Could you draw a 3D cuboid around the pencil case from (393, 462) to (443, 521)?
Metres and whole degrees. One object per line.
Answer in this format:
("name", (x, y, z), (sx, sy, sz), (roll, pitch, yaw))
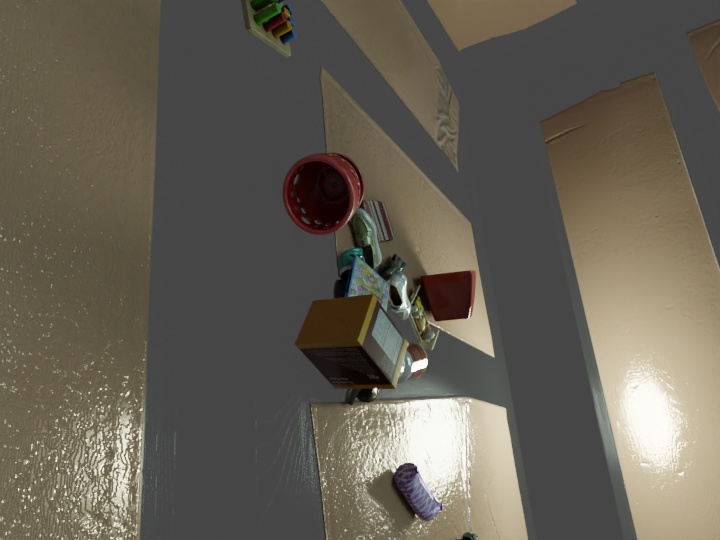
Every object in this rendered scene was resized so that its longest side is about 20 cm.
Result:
("pencil case", (0.172, 0.656, 1.733), (0.202, 0.084, 0.085), (58, 28, -29))

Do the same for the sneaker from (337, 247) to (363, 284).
("sneaker", (0.000, 0.000, 1.721), (0.199, 0.083, 0.123), (34, 32, -44))

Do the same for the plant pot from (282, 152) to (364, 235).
("plant pot", (-0.090, -0.217, 1.562), (0.183, 0.196, 0.205), (-58, 127, -67))

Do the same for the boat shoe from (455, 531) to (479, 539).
("boat shoe", (0.372, 0.932, 2.002), (0.197, 0.072, 0.070), (21, 71, -49))

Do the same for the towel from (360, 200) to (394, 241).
("towel", (0.060, -0.172, 2.037), (0.199, 0.022, 0.148), (-12, 85, -66))

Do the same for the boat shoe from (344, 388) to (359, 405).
("boat shoe", (0.028, 0.276, 1.570), (0.202, 0.072, 0.075), (-58, 176, -15))

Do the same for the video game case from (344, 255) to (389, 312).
("video game case", (0.019, 0.069, 1.588), (0.143, 0.018, 0.203), (41, 36, -25))

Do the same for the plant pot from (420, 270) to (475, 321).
("plant pot", (0.351, 0.100, 2.271), (0.199, 0.194, 0.182), (5, 80, -74))

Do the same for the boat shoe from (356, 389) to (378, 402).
("boat shoe", (0.021, 0.274, 1.662), (0.074, 0.074, 0.206), (41, 49, -56))

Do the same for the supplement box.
("supplement box", (-0.018, 0.183, 1.458), (0.201, 0.193, 0.135), (53, 44, -35))

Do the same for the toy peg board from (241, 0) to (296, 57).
("toy peg board", (-0.242, -0.749, 1.654), (0.198, 0.096, 0.206), (9, 68, -62))

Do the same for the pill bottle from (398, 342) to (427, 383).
("pill bottle", (0.126, 0.286, 1.812), (0.199, 0.110, 0.115), (4, 72, -64))

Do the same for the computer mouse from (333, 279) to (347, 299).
("computer mouse", (-0.018, 0.115, 1.628), (0.201, 0.053, 0.138), (52, 14, 14))

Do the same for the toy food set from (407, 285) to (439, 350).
("toy food set", (0.233, 0.172, 2.153), (0.204, 0.059, 0.144), (67, 27, -17))

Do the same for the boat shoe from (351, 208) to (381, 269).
("boat shoe", (0.020, -0.096, 1.855), (0.204, 0.070, 0.062), (68, 24, -19))

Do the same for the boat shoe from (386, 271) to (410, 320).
("boat shoe", (0.118, 0.105, 1.918), (0.087, 0.073, 0.205), (-53, 151, -37))

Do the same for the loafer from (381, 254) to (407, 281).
("loafer", (0.103, -0.010, 1.999), (0.064, 0.071, 0.200), (54, 21, 3))
